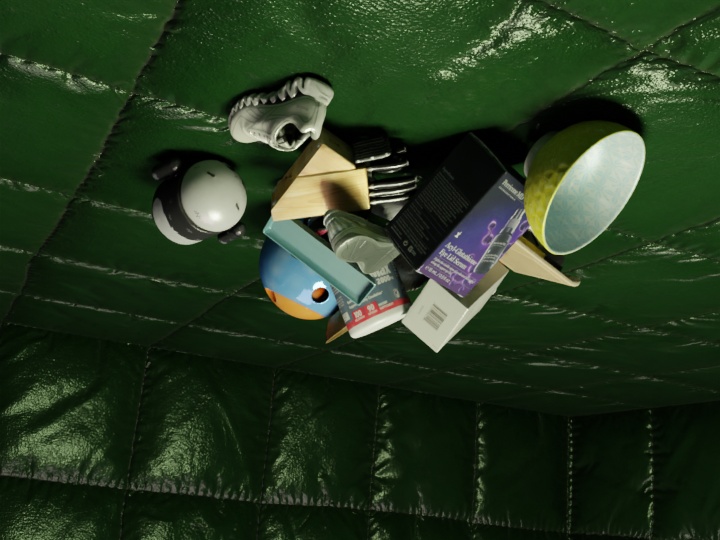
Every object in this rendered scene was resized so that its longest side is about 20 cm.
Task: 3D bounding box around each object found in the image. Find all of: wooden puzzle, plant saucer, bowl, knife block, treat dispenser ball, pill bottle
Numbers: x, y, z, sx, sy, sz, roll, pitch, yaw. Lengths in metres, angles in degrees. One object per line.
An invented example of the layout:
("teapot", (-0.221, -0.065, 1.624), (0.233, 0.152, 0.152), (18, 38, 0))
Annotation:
("wooden puzzle", (0.270, -0.036, 1.559), (0.198, 0.038, 0.184), (29, 177, -24))
("plant saucer", (-0.065, -0.024, 1.415), (0.199, 0.019, 0.070), (37, 140, -3))
("plant saucer", (0.008, 0.066, 1.660), (0.198, 0.036, 0.200), (-35, 175, -4))
("bowl", (0.295, -0.136, 1.251), (0.108, 0.201, 0.199), (46, -169, 35))
("knife block", (-0.018, -0.123, 1.343), (0.174, 0.064, 0.200), (33, 114, -20))
("treat dispenser ball", (-0.092, -0.010, 1.663), (0.196, 0.205, 0.201), (4, 164, 1))
("pill bottle", (0.000, 0.000, 1.508), (0.118, 0.203, 0.120), (-23, 172, -3))

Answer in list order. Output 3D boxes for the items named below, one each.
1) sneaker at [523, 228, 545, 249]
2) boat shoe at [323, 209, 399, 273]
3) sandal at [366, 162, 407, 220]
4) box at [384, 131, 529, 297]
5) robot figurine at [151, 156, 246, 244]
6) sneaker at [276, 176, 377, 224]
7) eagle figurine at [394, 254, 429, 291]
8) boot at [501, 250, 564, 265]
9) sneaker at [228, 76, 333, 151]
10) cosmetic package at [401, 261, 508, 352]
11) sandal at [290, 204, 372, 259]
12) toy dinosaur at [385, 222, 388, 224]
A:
("sneaker", (0.286, -0.099, 1.484), (0.127, 0.081, 0.199), (16, 167, -14))
("boat shoe", (0.005, -0.046, 1.349), (0.074, 0.065, 0.201), (-37, 159, 17))
("sandal", (-0.001, -0.144, 1.418), (0.204, 0.060, 0.079), (26, 141, -17))
("box", (0.161, -0.081, 1.340), (0.201, 0.105, 0.147), (-48, 141, 15))
("robot figurine", (-0.277, -0.116, 1.508), (0.148, 0.128, 0.198), (4, 168, -38))
("sneaker", (-0.059, -0.118, 1.504), (0.197, 0.084, 0.074), (-6, 162, 33))
("eagle figurine", (0.113, -0.068, 1.540), (0.149, 0.153, 0.201), (-20, 158, -19))
("boot", (0.294, -0.019, 1.766), (0.184, 0.070, 0.200), (5, 165, -2))
("sneaker", (-0.120, -0.204, 1.233), (0.074, 0.083, 0.198), (16, 162, -41))
("cosmetic package", (0.164, 0.043, 1.499), (0.084, 0.108, 0.199), (39, -149, 11))
("sandal", (-0.057, -0.078, 1.424), (0.045, 0.076, 0.199), (30, 143, -27))
("toy dinosaur", (0.132, -0.022, 1.722), (0.196, 0.107, 0.182), (12, -168, -17))
